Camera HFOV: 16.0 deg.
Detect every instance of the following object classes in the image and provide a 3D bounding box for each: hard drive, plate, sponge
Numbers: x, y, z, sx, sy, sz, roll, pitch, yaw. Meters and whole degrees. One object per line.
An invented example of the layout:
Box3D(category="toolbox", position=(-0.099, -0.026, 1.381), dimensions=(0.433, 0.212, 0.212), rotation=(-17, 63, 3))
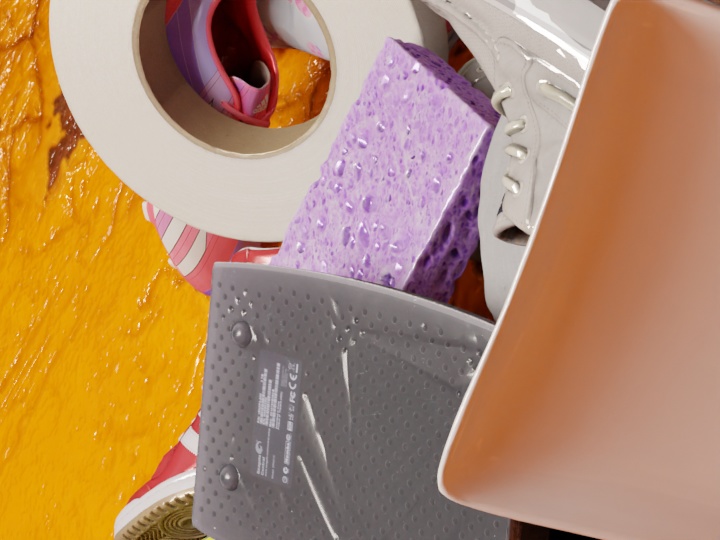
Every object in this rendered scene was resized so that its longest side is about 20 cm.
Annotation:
Box3D(category="hard drive", position=(0.006, 0.071, 1.078), dimensions=(0.200, 0.042, 0.135), rotation=(13, 101, 48))
Box3D(category="plate", position=(0.147, 0.012, 0.927), dimensions=(0.032, 0.200, 0.200), rotation=(-116, 43, -69))
Box3D(category="sponge", position=(0.000, 0.000, 1.178), dimensions=(0.200, 0.030, 0.112), rotation=(-62, 34, 15))

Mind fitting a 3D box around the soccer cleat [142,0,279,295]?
Box3D(category="soccer cleat", position=(-0.073, -0.072, 1.333), dimensions=(0.076, 0.067, 0.200), rotation=(12, 121, 35))

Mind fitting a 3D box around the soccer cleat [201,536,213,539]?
Box3D(category="soccer cleat", position=(-0.080, 0.164, 1.277), dimensions=(0.200, 0.084, 0.065), rotation=(-44, 43, 34))

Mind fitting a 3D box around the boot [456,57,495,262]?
Box3D(category="boot", position=(0.074, -0.100, 1.190), dimensions=(0.096, 0.074, 0.200), rotation=(1, 76, 51))

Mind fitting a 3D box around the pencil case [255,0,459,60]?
Box3D(category="pencil case", position=(-0.027, -0.151, 1.345), dimensions=(0.200, 0.083, 0.091), rotation=(16, 104, 56))

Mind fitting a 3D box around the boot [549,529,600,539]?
Box3D(category="boot", position=(0.026, 0.161, 1.138), dimensions=(0.168, 0.076, 0.200), rotation=(4, 72, 58))

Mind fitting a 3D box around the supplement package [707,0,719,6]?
Box3D(category="supplement package", position=(0.188, -0.161, 0.950), dimensions=(0.111, 0.200, 0.156), rotation=(-52, 40, 26))

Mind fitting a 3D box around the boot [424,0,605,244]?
Box3D(category="boot", position=(0.073, -0.058, 1.006), dimensions=(0.200, 0.074, 0.096), rotation=(36, 96, 42))

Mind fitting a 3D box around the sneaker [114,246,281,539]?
Box3D(category="sneaker", position=(-0.058, 0.062, 1.302), dimensions=(0.200, 0.071, 0.113), rotation=(-37, 52, 30))

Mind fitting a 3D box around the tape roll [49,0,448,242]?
Box3D(category="tape roll", position=(-0.056, -0.111, 1.254), dimensions=(0.203, 0.203, 0.037), rotation=(-45, 4, 33))

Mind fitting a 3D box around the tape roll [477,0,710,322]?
Box3D(category="tape roll", position=(0.144, -0.028, 1.040), dimensions=(0.200, 0.066, 0.200), rotation=(-16, 64, 37))
